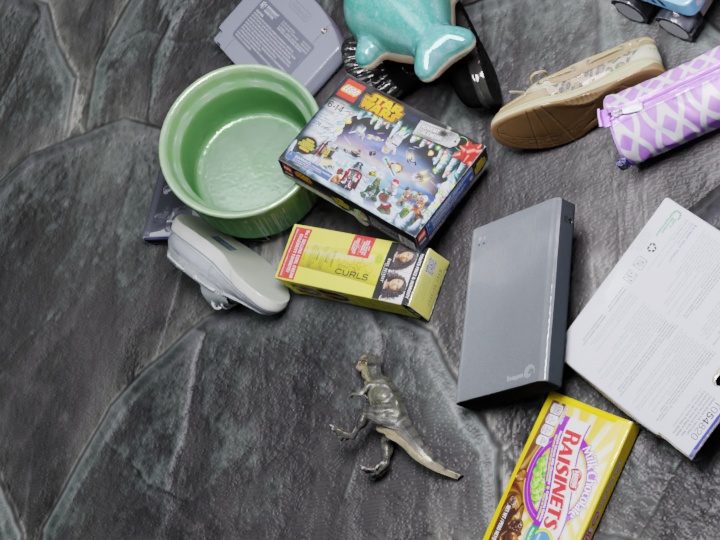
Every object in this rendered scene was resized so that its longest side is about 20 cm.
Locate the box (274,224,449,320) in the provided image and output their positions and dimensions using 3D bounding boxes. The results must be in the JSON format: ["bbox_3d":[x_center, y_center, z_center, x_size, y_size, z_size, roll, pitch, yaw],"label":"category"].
[{"bbox_3d":[0.000,0.000,1.755,0.199,0.050,0.076,12,75,38],"label":"box"}]

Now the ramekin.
[{"bbox_3d":[-0.134,-0.137,1.848,0.198,0.098,0.202,-4,68,9],"label":"ramekin"}]

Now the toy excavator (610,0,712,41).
[{"bbox_3d":[0.321,-0.327,1.591,0.194,0.200,0.100,30,87,41],"label":"toy excavator"}]

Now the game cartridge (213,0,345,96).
[{"bbox_3d":[-0.098,-0.293,1.978,0.134,0.040,0.200,-49,50,10],"label":"game cartridge"}]

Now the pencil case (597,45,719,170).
[{"bbox_3d":[0.342,-0.182,1.582,0.199,0.085,0.084,-26,54,22],"label":"pencil case"}]

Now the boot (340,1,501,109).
[{"bbox_3d":[0.070,-0.230,1.797,0.157,0.080,0.212,-30,43,11],"label":"boot"}]

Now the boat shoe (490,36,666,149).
[{"bbox_3d":[0.235,-0.191,1.677,0.198,0.073,0.063,-18,52,14],"label":"boat shoe"}]

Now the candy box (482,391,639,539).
[{"bbox_3d":[0.192,0.227,1.526,0.102,0.026,0.201,19,80,36],"label":"candy box"}]

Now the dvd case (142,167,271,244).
[{"bbox_3d":[-0.181,-0.108,1.952,0.199,0.025,0.152,0,68,34],"label":"dvd case"}]

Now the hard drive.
[{"bbox_3d":[0.162,0.037,1.607,0.139,0.033,0.202,-21,55,50],"label":"hard drive"}]

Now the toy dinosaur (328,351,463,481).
[{"bbox_3d":[0.023,0.171,1.661,0.088,0.047,0.200,-39,54,5],"label":"toy dinosaur"}]

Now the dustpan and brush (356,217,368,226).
[{"bbox_3d":[0.008,-0.144,1.826,0.140,0.057,0.200,-46,56,0],"label":"dustpan and brush"}]

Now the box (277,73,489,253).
[{"bbox_3d":[0.025,-0.123,1.730,0.199,0.040,0.137,30,70,25],"label":"box"}]

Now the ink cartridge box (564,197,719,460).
[{"bbox_3d":[0.317,0.058,1.509,0.200,0.041,0.200,-53,49,4],"label":"ink cartridge box"}]

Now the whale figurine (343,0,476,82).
[{"bbox_3d":[0.052,-0.289,1.721,0.159,0.104,0.200,-36,40,4],"label":"whale figurine"}]

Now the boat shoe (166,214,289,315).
[{"bbox_3d":[-0.163,0.008,1.862,0.200,0.070,0.072,38,118,33],"label":"boat shoe"}]
